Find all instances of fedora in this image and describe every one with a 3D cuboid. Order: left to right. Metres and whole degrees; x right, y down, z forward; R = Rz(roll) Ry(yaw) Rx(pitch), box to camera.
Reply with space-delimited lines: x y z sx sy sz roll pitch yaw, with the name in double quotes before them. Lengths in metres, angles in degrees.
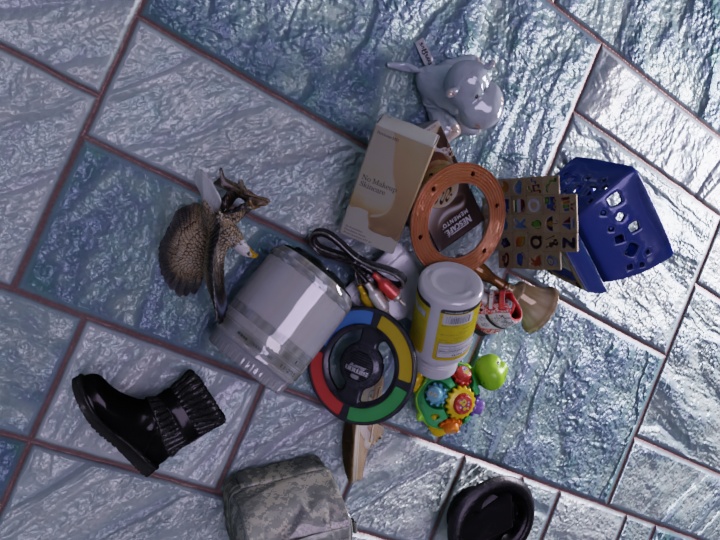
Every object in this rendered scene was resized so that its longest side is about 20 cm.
"fedora" 0.243 0.481 1.306 0.199 0.091 0.203 -3 98 -24

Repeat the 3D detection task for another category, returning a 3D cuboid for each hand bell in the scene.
"hand bell" 0.273 0.026 1.277 0.199 0.104 0.105 32 83 -11

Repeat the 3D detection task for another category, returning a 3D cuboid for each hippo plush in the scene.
"hippo plush" 0.184 -0.322 1.136 0.159 0.161 0.201 -40 111 -14

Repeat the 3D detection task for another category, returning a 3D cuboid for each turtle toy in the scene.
"turtle toy" 0.186 0.224 1.242 0.199 0.101 0.147 -33 109 -17

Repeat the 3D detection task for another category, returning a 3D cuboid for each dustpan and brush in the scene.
"dustpan and brush" 0.075 0.060 1.205 0.139 0.057 0.200 -41 105 -2

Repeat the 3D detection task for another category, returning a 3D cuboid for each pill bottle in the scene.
"pill bottle" 0.143 0.094 1.148 0.110 0.112 0.201 -14 133 -22

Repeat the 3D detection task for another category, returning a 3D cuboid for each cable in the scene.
"cable" 0.000 0.000 1.112 0.200 0.097 0.051 43 39 -19

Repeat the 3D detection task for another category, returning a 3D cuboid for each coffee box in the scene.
"coffee box" 0.122 -0.149 1.176 0.113 0.080 0.201 -35 109 -16

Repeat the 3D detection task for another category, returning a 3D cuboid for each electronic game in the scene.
"electronic game" 0.001 0.162 1.125 0.198 0.042 0.202 -1 88 21

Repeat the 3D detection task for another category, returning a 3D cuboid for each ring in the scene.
"ring" 0.168 -0.087 1.146 0.199 0.019 0.202 -9 110 -26

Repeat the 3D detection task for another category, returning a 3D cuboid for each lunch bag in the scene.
"lunch bag" -0.123 0.412 1.093 0.198 0.167 0.141 -5 99 -23

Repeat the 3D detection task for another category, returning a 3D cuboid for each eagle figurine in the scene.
"eagle figurine" -0.219 -0.040 0.992 0.150 0.152 0.201 34 84 -5

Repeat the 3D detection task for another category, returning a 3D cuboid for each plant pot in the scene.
"plant pot" 0.434 -0.080 1.259 0.179 0.200 0.201 -35 110 -3

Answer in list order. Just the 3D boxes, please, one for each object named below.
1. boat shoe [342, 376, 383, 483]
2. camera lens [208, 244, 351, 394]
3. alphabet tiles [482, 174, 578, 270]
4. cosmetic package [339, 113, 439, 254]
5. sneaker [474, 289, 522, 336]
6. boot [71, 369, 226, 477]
"boat shoe" 0.010 0.281 1.187 0.069 0.074 0.202 4 95 -18
"camera lens" -0.123 0.073 1.053 0.160 0.160 0.201 42 80 -23
"alphabet tiles" 0.305 -0.085 1.204 0.006 0.199 0.168 -10 99 -42
"cosmetic package" 0.045 -0.141 1.084 0.104 0.071 0.201 21 120 3
"sneaker" 0.212 0.047 1.218 0.201 0.107 0.068 38 49 -28
"boot" -0.323 0.201 1.022 0.157 0.079 0.212 -36 120 -8
